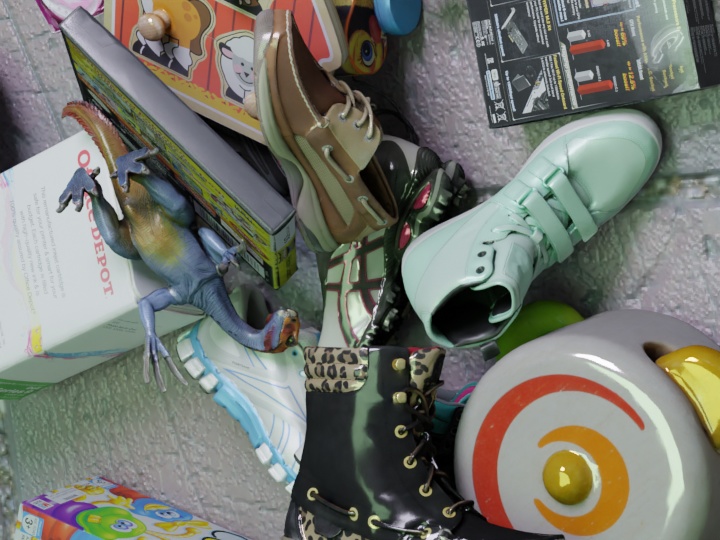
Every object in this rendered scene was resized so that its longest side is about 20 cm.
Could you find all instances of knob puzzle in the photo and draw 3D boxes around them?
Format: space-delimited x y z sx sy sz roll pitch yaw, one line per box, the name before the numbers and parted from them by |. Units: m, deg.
knob puzzle | -0.098 -0.177 1.661 0.219 0.030 0.220 21 133 24

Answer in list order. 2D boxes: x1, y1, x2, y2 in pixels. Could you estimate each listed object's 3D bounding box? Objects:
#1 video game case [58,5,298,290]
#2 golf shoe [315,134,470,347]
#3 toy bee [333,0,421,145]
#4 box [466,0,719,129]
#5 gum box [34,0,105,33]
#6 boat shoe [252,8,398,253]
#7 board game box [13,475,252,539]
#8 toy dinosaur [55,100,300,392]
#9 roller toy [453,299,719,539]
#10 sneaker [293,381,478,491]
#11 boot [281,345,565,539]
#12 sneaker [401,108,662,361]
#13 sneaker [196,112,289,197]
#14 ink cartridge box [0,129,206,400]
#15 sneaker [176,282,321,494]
video game case | -0.120 -0.080 1.702 0.200 0.181 0.026 44 81 8
golf shoe | 0.000 0.000 1.745 0.088 0.077 0.201 28 103 10
toy bee | -0.002 -0.175 1.703 0.131 0.109 0.201 -26 85 29
box | 0.143 -0.205 1.645 0.157 0.050 0.201 -10 93 31
gum box | -0.129 -0.244 1.754 0.199 0.114 0.066 -18 107 31
boat shoe | -0.021 -0.095 1.630 0.072 0.200 0.076 -9 49 10
board game box | -0.153 0.241 1.864 0.199 0.105 0.103 20 107 26
toy dinosaur | -0.115 -0.019 1.744 0.105 0.181 0.200 -29 43 21
roller toy | 0.162 0.124 1.637 0.199 0.140 0.183 11 104 28
sneaker | 0.067 0.139 1.734 0.200 0.084 0.121 35 94 -5
boot | 0.040 0.124 1.599 0.199 0.073 0.151 1 87 31
sneaker | 0.120 -0.019 1.629 0.200 0.118 0.074 -35 114 12
sneaker | -0.111 -0.124 1.794 0.200 0.077 0.084 40 112 20
ink cartridge box | -0.224 -0.004 1.855 0.200 0.087 0.146 -25 69 33
sneaker | -0.045 0.090 1.796 0.200 0.075 0.087 47 112 15
